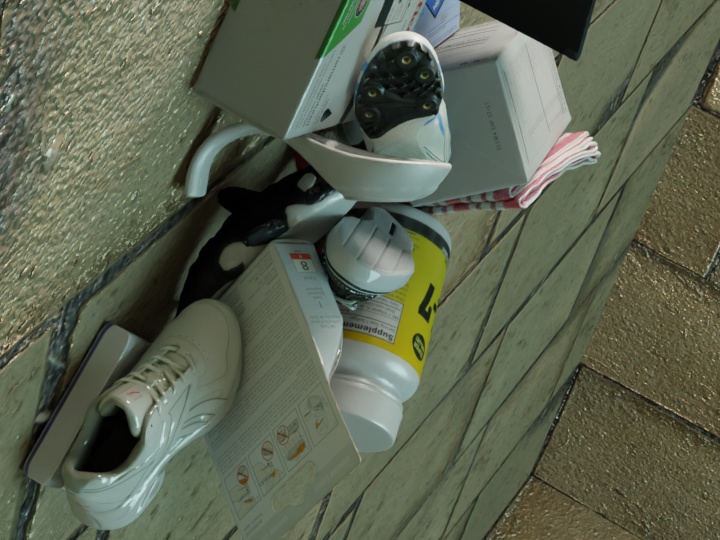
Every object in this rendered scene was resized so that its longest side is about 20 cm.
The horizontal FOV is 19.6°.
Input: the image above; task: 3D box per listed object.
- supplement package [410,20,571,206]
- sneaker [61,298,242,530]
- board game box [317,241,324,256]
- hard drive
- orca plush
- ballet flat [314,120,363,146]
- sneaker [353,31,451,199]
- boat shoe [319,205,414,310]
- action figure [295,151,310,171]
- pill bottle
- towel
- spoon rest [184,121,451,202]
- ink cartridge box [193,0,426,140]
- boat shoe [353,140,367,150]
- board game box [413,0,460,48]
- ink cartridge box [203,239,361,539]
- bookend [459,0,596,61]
[{"bbox_3d":[0.104,-0.146,1.836,0.200,0.109,0.114,-49,125,-65],"label":"supplement package"},{"bbox_3d":[-0.156,0.101,1.578,0.200,0.078,0.099,-59,163,-16],"label":"sneaker"},{"bbox_3d":[-0.068,0.065,1.923,0.200,0.045,0.135,-62,173,-45],"label":"board game box"},{"bbox_3d":[-0.198,0.117,1.669,0.132,0.025,0.200,-60,167,-4],"label":"hard drive"},{"bbox_3d":[-0.091,-0.031,1.671,0.105,0.071,0.200,-7,150,-51],"label":"orca plush"},{"bbox_3d":[-0.001,-0.142,1.781,0.200,0.046,0.068,-45,122,-63],"label":"ballet flat"},{"bbox_3d":[0.033,-0.128,1.604,0.200,0.072,0.073,83,6,-62],"label":"sneaker"},{"bbox_3d":[0.000,0.000,1.684,0.071,0.072,0.200,-50,177,12],"label":"boat shoe"},{"bbox_3d":[-0.031,-0.046,1.768,0.065,0.099,0.200,87,21,-68],"label":"action figure"},{"bbox_3d":[0.006,0.049,1.822,0.114,0.114,0.201,88,15,-66],"label":"pill bottle"},{"bbox_3d":[0.100,-0.079,1.879,0.146,0.200,0.030,-34,111,-46],"label":"towel"},{"bbox_3d":[-0.031,-0.083,1.560,0.099,0.199,0.061,-29,119,-81],"label":"spoon rest"},{"bbox_3d":[-0.026,-0.186,1.556,0.147,0.083,0.200,-65,167,18],"label":"ink cartridge box"},{"bbox_3d":[0.043,-0.142,1.938,0.200,0.070,0.070,-53,164,-35],"label":"boat shoe"},{"bbox_3d":[0.045,-0.231,1.786,0.200,0.019,0.103,-43,140,-59],"label":"board game box"},{"bbox_3d":[-0.061,0.101,1.624,0.050,0.200,0.162,-1,146,-41],"label":"ink cartridge box"},{"bbox_3d":[0.142,-0.303,1.690,0.199,0.200,0.092,-52,164,-31],"label":"bookend"}]
